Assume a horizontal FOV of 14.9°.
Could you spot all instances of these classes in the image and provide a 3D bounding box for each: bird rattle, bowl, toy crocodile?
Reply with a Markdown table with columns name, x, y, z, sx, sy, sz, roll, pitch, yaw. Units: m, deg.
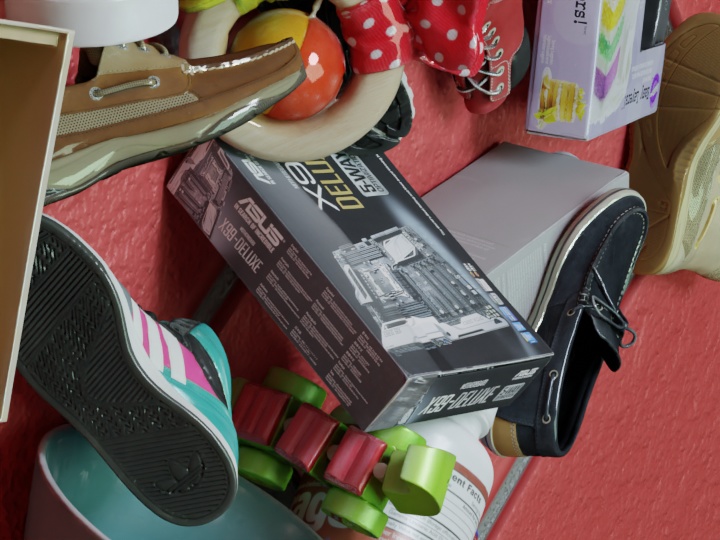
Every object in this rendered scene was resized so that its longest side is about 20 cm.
| name | x | y | z | sx | sy | sz | roll | pitch | yaw |
| --- | --- | --- | --- | --- | --- | --- | --- | --- | --- |
| bird rattle | -0.027 | -0.139 | 1.568 | 0.199 | 0.113 | 0.163 | 19 | 112 | -24 |
| bowl | -0.112 | 0.184 | 1.548 | 0.201 | 0.201 | 0.105 | 6 | 116 | -56 |
| toy crocodile | -0.027 | 0.101 | 1.609 | 0.068 | 0.200 | 0.062 | -61 | 144 | -10 |

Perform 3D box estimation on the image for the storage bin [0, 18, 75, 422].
| name | x | y | z | sx | sy | sz | roll | pitch | yaw |
| --- | --- | --- | --- | --- | --- | --- | --- | --- | --- |
| storage bin | -0.251 | -0.034 | 1.323 | 0.198 | 0.093 | 0.201 | 2 | 100 | -56 |

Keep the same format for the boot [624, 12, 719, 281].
| name | x | y | z | sx | sy | sz | roll | pitch | yaw |
| --- | --- | --- | --- | --- | --- | --- | --- | --- | --- |
| boot | 0.267 | -0.089 | 2.086 | 0.155 | 0.073 | 0.201 | 7 | 98 | -56 |

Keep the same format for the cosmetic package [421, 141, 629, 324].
| name | x | y | z | sx | sy | sz | roll | pitch | yaw |
| --- | --- | --- | --- | --- | --- | --- | --- | --- | --- |
| cosmetic package | 0.086 | -0.006 | 1.822 | 0.200 | 0.107 | 0.091 | -30 | 127 | -45 |

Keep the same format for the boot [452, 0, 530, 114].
| name | x | y | z | sx | sy | sz | roll | pitch | yaw |
| --- | --- | --- | --- | --- | --- | --- | --- | --- | --- |
| boot | 0.068 | -0.150 | 1.746 | 0.200 | 0.072 | 0.145 | -51 | 145 | -58 |

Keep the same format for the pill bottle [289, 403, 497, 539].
| name | x | y | z | sx | sy | sz | roll | pitch | yaw |
| --- | --- | --- | --- | --- | --- | --- | --- | --- | --- |
| pill bottle | 0.014 | 0.150 | 1.673 | 0.112 | 0.112 | 0.201 | 51 | 54 | -51 |

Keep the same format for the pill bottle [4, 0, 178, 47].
| name | x | y | z | sx | sy | sz | roll | pitch | yaw |
| --- | --- | --- | --- | --- | --- | --- | --- | --- | --- |
| pill bottle | -0.141 | -0.222 | 1.391 | 0.119 | 0.119 | 0.201 | -28 | 125 | -48 |

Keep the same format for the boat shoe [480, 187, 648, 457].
| name | x | y | z | sx | sy | sz | roll | pitch | yaw |
| --- | --- | --- | --- | --- | --- | --- | --- | --- | --- |
| boat shoe | 0.145 | 0.037 | 1.777 | 0.200 | 0.062 | 0.075 | -61 | 145 | -20 |

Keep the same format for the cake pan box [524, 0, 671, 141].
| name | x | y | z | sx | sy | sz | roll | pitch | yaw |
| --- | --- | --- | --- | --- | --- | --- | --- | --- | --- |
| cake pan box | 0.170 | -0.190 | 1.890 | 0.200 | 0.052 | 0.185 | -22 | 121 | -68 |

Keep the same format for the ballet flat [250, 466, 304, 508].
| name | x | y | z | sx | sy | sz | roll | pitch | yaw |
| --- | --- | --- | --- | --- | --- | --- | --- | --- | --- |
| ballet flat | -0.023 | 0.179 | 1.773 | 0.069 | 0.069 | 0.201 | -45 | 132 | -38 |

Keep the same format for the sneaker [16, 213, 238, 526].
| name | x | y | z | sx | sy | sz | roll | pitch | yaw |
| --- | --- | --- | --- | --- | --- | --- | --- | --- | --- |
| sneaker | -0.135 | 0.041 | 1.540 | 0.200 | 0.083 | 0.121 | 55 | 7 | -12 |

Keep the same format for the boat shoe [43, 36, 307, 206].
| name | x | y | z | sx | sy | sz | roll | pitch | yaw |
| --- | --- | --- | --- | --- | --- | --- | --- | --- | --- |
| boat shoe | -0.124 | -0.091 | 1.461 | 0.199 | 0.076 | 0.074 | -23 | 93 | -23 |

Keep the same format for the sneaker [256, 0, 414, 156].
| name | x | y | z | sx | sy | sz | roll | pitch | yaw |
| --- | --- | --- | --- | --- | --- | --- | --- | --- | --- |
| sneaker | -0.026 | -0.167 | 1.641 | 0.079 | 0.074 | 0.201 | -96 | 168 | -61 |

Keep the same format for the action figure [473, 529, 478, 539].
| name | x | y | z | sx | sy | sz | roll | pitch | yaw |
| --- | --- | --- | --- | --- | --- | --- | --- | --- | --- |
| action figure | 0.046 | 0.149 | 1.770 | 0.065 | 0.200 | 0.052 | -45 | 129 | 16 |

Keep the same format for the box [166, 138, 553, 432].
| name | x | y | z | sx | sy | sz | roll | pitch | yaw |
| --- | --- | --- | --- | --- | --- | --- | --- | --- | --- |
| box | 0.000 | 0.000 | 1.622 | 0.157 | 0.200 | 0.050 | -5 | 140 | -55 |
